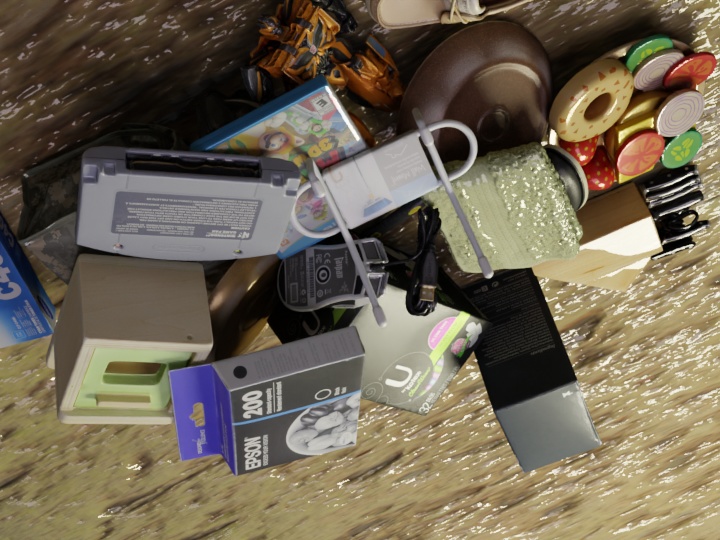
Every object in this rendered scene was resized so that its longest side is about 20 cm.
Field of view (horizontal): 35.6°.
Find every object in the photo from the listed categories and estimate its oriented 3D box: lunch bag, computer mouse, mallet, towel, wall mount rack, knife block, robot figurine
[{"bbox_3d":[-0.228,-0.059,1.167,0.199,0.118,0.164,-22,138,14],"label":"lunch bag"},{"bbox_3d":[0.000,0.000,1.172,0.199,0.110,0.044,-8,170,33],"label":"computer mouse"},{"bbox_3d":[0.076,-0.093,1.273,0.199,0.041,0.066,-28,135,19],"label":"mallet"},{"bbox_3d":[0.150,-0.058,1.184,0.147,0.037,0.200,-12,145,17],"label":"towel"},{"bbox_3d":[0.036,-0.053,1.084,0.199,0.075,0.174,-25,117,5],"label":"wall mount rack"},{"bbox_3d":[0.314,-0.061,1.343,0.199,0.064,0.176,10,130,-22],"label":"knife block"},{"bbox_3d":[-0.029,-0.188,1.097,0.200,0.058,0.146,36,79,-47],"label":"robot figurine"}]

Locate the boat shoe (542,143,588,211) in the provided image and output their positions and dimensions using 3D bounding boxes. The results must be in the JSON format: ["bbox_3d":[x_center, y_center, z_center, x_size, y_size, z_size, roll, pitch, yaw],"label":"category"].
[{"bbox_3d":[0.199,-0.072,1.247,0.063,0.074,0.202,-43,168,-18],"label":"boat shoe"}]

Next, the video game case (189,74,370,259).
[{"bbox_3d":[-0.059,-0.094,1.100,0.143,0.018,0.200,-27,145,8],"label":"video game case"}]

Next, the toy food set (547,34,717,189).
[{"bbox_3d":[0.296,-0.170,1.222,0.197,0.049,0.201,-24,138,-5],"label":"toy food set"}]

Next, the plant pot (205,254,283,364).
[{"bbox_3d":[-0.122,0.036,1.255,0.027,0.200,0.201,36,129,13],"label":"plant pot"}]

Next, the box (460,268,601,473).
[{"bbox_3d":[0.208,0.121,1.398,0.107,0.201,0.149,-22,135,7],"label":"box"}]

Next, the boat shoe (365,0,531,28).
[{"bbox_3d":[0.103,-0.274,1.072,0.199,0.069,0.074,-19,136,4],"label":"boat shoe"}]

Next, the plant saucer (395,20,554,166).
[{"bbox_3d":[0.130,-0.157,1.169,0.199,0.037,0.201,-18,127,-25],"label":"plant saucer"}]

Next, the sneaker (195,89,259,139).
[{"bbox_3d":[-0.093,-0.139,1.157,0.071,0.098,0.200,-43,153,28],"label":"sneaker"}]

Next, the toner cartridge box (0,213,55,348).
[{"bbox_3d":[-0.417,0.004,1.233,0.094,0.043,0.201,-14,136,1],"label":"toner cartridge box"}]

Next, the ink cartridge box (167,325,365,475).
[{"bbox_3d":[-0.097,0.149,1.188,0.199,0.044,0.199,-12,145,-12],"label":"ink cartridge box"}]

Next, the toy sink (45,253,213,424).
[{"bbox_3d":[-0.246,0.089,1.163,0.130,0.113,0.200,5,142,-25],"label":"toy sink"}]

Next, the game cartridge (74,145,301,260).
[{"bbox_3d":[-0.166,-0.059,1.060,0.199,0.041,0.133,3,142,-17],"label":"game cartridge"}]

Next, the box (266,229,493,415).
[{"bbox_3d":[0.022,0.060,1.303,0.199,0.124,0.149,22,110,-41],"label":"box"}]
